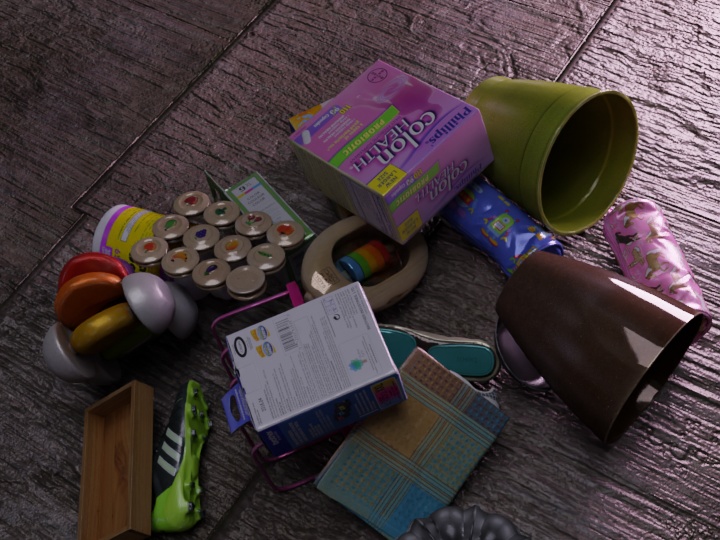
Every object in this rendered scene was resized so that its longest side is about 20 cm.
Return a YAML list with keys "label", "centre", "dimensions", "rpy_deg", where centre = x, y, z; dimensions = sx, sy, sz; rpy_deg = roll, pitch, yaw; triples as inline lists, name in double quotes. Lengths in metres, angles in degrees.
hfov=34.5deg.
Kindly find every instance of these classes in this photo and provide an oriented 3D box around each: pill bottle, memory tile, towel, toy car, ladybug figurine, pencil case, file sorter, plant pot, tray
- label: "pill bottle"
  centre: [-0.259, -0.020, 1.589]
  dimensions: [0.199, 0.104, 0.104]
  rpy_deg: [15, 59, 20]
- label: "memory tile"
  centre: [-0.184, -0.036, 1.494]
  dimensions: [0.199, 0.017, 0.153]
  rpy_deg: [18, 48, 23]
- label: "towel"
  centre: [0.061, 0.209, 1.346]
  dimensions: [0.147, 0.022, 0.200]
  rpy_deg: [38, 84, -7]
- label: "toy car"
  centre: [-0.321, 0.049, 1.486]
  dimensions: [0.175, 0.200, 0.150]
  rpy_deg: [-33, 78, 6]
- label: "ladybug figurine"
  centre: [0.000, 0.000, 1.527]
  dimensions: [0.200, 0.072, 0.136]
  rpy_deg: [-27, 70, -32]
- label: "pencil case"
  centre: [0.178, -0.059, 1.555]
  dimensions: [0.087, 0.078, 0.200]
  rpy_deg: [-39, 58, -11]
- label: "file sorter"
  centre: [-0.092, 0.147, 1.421]
  dimensions: [0.125, 0.139, 0.200]
  rpy_deg: [-22, 54, -2]
- label: "pencil case"
  centre: [0.374, 0.002, 1.476]
  dimensions: [0.083, 0.086, 0.200]
  rpy_deg: [-34, 49, 25]
- label: "plant pot"
  centre: [0.238, -0.174, 1.574]
  dimensions: [0.200, 0.201, 0.193]
  rpy_deg: [-42, 46, -19]
- label: "tray"
  centre: [-0.299, 0.245, 1.424]
  dimensions: [0.098, 0.037, 0.201]
  rpy_deg: [-30, 47, 29]
- label: "plant pot"
  centre: [0.264, 0.069, 1.365]
  dimensions: [0.200, 0.187, 0.187]
  rpy_deg: [37, 68, 22]

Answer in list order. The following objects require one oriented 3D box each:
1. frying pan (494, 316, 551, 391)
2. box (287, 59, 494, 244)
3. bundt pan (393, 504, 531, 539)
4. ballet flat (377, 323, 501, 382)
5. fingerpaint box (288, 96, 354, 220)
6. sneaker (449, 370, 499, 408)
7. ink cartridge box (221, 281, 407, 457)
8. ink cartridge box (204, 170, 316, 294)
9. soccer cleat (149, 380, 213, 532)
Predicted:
- label: "frying pan"
  centre: [0.216, 0.068, 1.459]
  dimensions: [0.115, 0.031, 0.190]
  rpy_deg: [31, 49, -19]
- label: "box"
  centre: [0.039, -0.160, 1.529]
  dimensions: [0.176, 0.097, 0.200]
  rpy_deg: [-42, 50, -15]
- label: "bundt pan"
  centre: [0.112, 0.347, 1.259]
  dimensions: [0.201, 0.076, 0.203]
  rpy_deg: [-2, 65, 4]
- label: "ballet flat"
  centre: [0.079, 0.106, 1.465]
  dimensions: [0.199, 0.070, 0.070]
  rpy_deg: [10, 57, 10]
- label: "fingerpaint box"
  centre: [0.014, -0.166, 1.663]
  dimensions: [0.166, 0.073, 0.200]
  rpy_deg: [-27, 55, -9]
- label: "sneaker"
  centre: [0.072, 0.153, 1.407]
  dimensions: [0.199, 0.076, 0.081]
  rpy_deg: [21, 56, -8]
- label: "ink cartridge box"
  centre: [-0.065, 0.116, 1.303]
  dimensions: [0.199, 0.076, 0.137]
  rpy_deg: [-22, 54, -2]
- label: "ink cartridge box"
  centre: [-0.131, -0.064, 1.598]
  dimensions: [0.059, 0.104, 0.200]
  rpy_deg: [-34, 56, -15]
- label: "soccer cleat"
  centre: [-0.231, 0.227, 1.436]
  dimensions: [0.081, 0.068, 0.201]
  rpy_deg: [-12, 53, 17]
